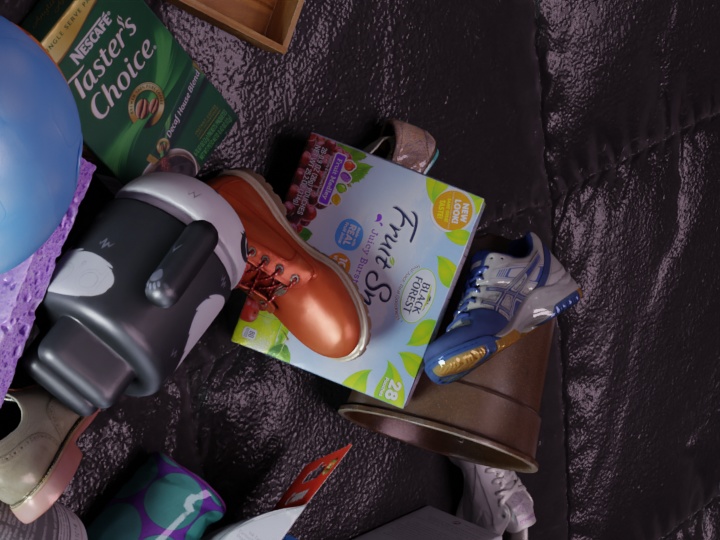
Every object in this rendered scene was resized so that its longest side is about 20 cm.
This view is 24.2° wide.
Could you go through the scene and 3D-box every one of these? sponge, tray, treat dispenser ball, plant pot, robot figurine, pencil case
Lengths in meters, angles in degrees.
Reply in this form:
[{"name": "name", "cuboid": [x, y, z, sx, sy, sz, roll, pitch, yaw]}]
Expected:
[{"name": "sponge", "cuboid": [-0.276, -0.004, 1.264, 0.030, 0.111, 0.200, 27, 83, -48]}, {"name": "tray", "cuboid": [-0.124, -0.261, 1.395, 0.200, 0.037, 0.099, 22, 86, -48]}, {"name": "treat dispenser ball", "cuboid": [-0.292, -0.087, 1.156, 0.201, 0.201, 0.201, -16, 113, -42]}, {"name": "plant pot", "cuboid": [0.101, 0.072, 1.626, 0.200, 0.200, 0.199, 28, 75, -46]}, {"name": "robot figurine", "cuboid": [-0.171, 0.017, 1.296, 0.200, 0.150, 0.125, -55, 144, -28]}, {"name": "pencil case", "cuboid": [-0.202, 0.255, 1.440, 0.200, 0.085, 0.092, -52, 129, -22]}]

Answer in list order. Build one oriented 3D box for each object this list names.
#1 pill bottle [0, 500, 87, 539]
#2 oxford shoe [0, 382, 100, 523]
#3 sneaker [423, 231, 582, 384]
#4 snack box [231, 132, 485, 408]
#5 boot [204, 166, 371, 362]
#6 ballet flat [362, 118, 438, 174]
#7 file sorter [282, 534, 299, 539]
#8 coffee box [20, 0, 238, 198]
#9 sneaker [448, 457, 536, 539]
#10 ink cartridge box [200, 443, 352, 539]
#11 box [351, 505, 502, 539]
[{"name": "pill bottle", "cuboid": [-0.312, 0.193, 1.287, 0.200, 0.114, 0.114, 45, 70, -43]}, {"name": "oxford shoe", "cuboid": [-0.250, 0.108, 1.304, 0.071, 0.200, 0.074, -41, 110, 18]}, {"name": "sneaker", "cuboid": [0.110, 0.032, 1.501, 0.200, 0.075, 0.088, -30, 85, -45]}, {"name": "snack box", "cuboid": [0.000, 0.000, 1.498, 0.068, 0.168, 0.200, 2, 110, -84]}, {"name": "boot", "cuboid": [-0.078, 0.005, 1.413, 0.075, 0.200, 0.107, -45, 172, 24]}, {"name": "ballet flat", "cuboid": [-0.002, -0.056, 1.571, 0.067, 0.068, 0.200, 36, 74, -24]}, {"name": "file sorter", "cuboid": [-0.063, 0.359, 1.465, 0.139, 0.123, 0.200, 31, 111, -33]}, {"name": "coffee box", "cuboid": [-0.193, -0.144, 1.353, 0.123, 0.044, 0.200, -55, 134, -18]}, {"name": "sneaker", "cuboid": [0.147, 0.219, 1.774, 0.075, 0.100, 0.200, -26, 119, -35]}, {"name": "ink cartridge box", "cuboid": [-0.102, 0.229, 1.484, 0.057, 0.163, 0.200, 36, 70, -7]}, {"name": "box", "cuboid": [0.039, 0.349, 1.699, 0.200, 0.106, 0.153, -16, 113, -42]}]
